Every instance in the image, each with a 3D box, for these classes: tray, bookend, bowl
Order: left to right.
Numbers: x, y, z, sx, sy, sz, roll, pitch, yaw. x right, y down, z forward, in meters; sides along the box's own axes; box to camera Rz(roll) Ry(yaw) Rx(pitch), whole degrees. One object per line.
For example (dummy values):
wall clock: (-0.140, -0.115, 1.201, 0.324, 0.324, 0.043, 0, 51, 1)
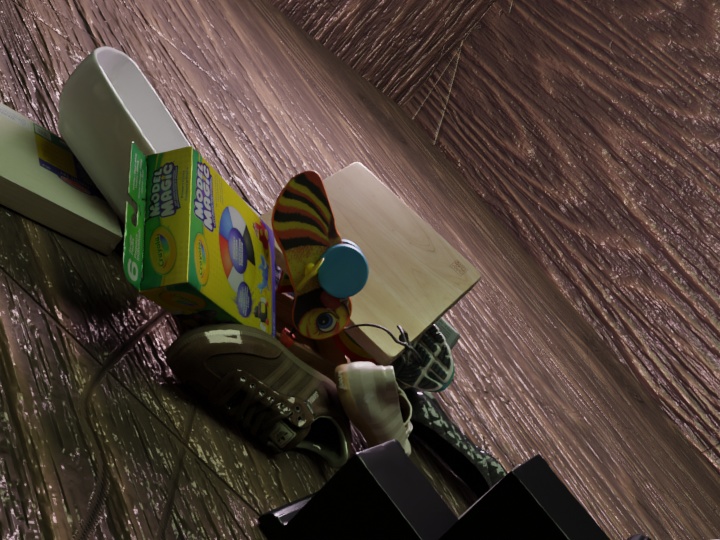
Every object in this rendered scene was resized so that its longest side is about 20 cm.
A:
bowl: (-0.214, -0.110, 0.852, 0.201, 0.074, 0.200, 57, 2, -13)
tray: (-0.095, 0.053, 0.896, 0.199, 0.037, 0.099, 32, 20, -37)
bookend: (0.064, 0.189, 0.631, 0.200, 0.199, 0.092, 48, 18, 20)

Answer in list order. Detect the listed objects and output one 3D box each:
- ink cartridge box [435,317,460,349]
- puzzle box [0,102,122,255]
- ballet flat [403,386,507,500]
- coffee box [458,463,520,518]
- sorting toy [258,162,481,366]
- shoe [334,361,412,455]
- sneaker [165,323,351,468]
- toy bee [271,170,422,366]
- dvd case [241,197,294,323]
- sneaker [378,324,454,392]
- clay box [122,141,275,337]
ink cartridge box: (0.014, 0.039, 1.137, 0.200, 0.044, 0.173, 44, -22, -10)
puzzle box: (-0.304, -0.099, 0.765, 0.199, 0.025, 0.134, 32, 19, -41)
ballet flat: (0.108, 0.217, 0.992, 0.200, 0.067, 0.057, 45, 54, 7)
coffee box: (0.145, 0.282, 0.766, 0.079, 0.114, 0.201, 39, 17, -16)
sorting toy: (0.000, 0.000, 0.956, 0.200, 0.070, 0.198, 43, 42, 11)
shoe: (0.027, 0.141, 0.838, 0.201, 0.053, 0.071, 63, 8, -58)
sneaker: (-0.073, 0.109, 0.738, 0.199, 0.070, 0.076, 29, 25, -42)
toy bee: (-0.039, 0.017, 0.797, 0.202, 0.108, 0.131, 61, 0, 13)
dvd case: (-0.117, -0.018, 1.065, 0.148, 0.016, 0.200, 43, 15, -5)
sneaker: (0.048, 0.089, 1.035, 0.080, 0.078, 0.199, 46, -10, -37)
clay box: (-0.126, -0.015, 0.722, 0.200, 0.047, 0.117, 52, 32, -64)
